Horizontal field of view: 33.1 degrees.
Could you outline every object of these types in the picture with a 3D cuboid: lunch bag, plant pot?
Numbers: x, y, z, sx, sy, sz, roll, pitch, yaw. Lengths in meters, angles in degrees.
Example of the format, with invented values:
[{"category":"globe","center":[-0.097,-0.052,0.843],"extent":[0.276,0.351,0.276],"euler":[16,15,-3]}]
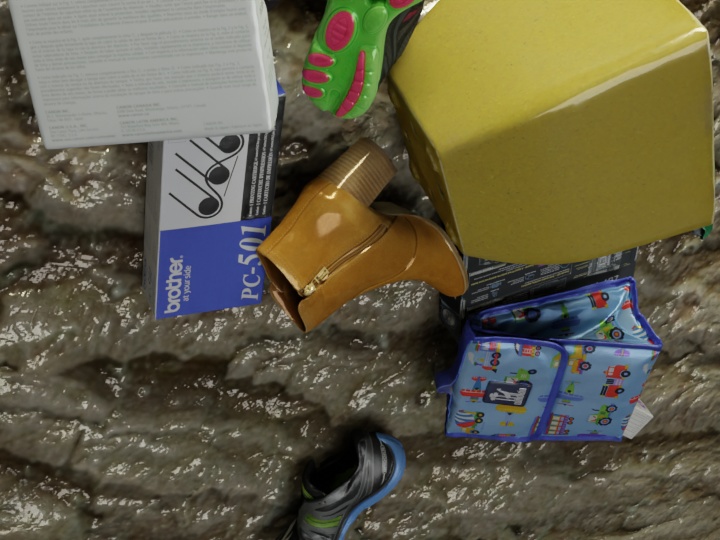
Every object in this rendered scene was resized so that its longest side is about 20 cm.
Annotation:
[{"category":"lunch bag","center":[0.168,0.094,1.174],"extent":[0.198,0.094,0.151],"euler":[-4,137,-11]},{"category":"plant pot","center":[0.135,-0.121,0.936],"extent":[0.199,0.195,0.196],"euler":[-23,137,-4]}]

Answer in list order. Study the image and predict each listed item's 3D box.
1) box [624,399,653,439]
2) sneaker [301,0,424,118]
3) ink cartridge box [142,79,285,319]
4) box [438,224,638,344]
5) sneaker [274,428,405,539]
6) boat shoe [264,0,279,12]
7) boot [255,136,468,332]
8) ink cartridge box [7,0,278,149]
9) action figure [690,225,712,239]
[{"category":"box","center":[0.254,0.138,1.342],"extent":[0.199,0.039,0.041],"euler":[26,112,-43]},{"category":"sneaker","center":[0.015,-0.201,0.860],"extent":[0.076,0.084,0.200],"euler":[30,131,-7]},{"category":"ink cartridge box","center":[-0.116,-0.057,0.937],"extent":[0.093,0.044,0.201],"euler":[-8,132,-23]},{"category":"box","center":[0.173,-0.027,1.141],"extent":[0.199,0.044,0.161],"euler":[-18,135,-17]},{"category":"sneaker","center":[-0.040,0.236,1.238],"extent":[0.082,0.071,0.200],"euler":[31,107,-30]},{"category":"boat shoe","center":[-0.068,-0.212,0.813],"extent":[0.200,0.065,0.072],"euler":[-45,137,12]},{"category":"boot","center":[0.000,0.000,1.014],"extent":[0.144,0.071,0.201],"euler":[-49,131,-13]},{"category":"ink cartridge box","center":[-0.143,-0.180,0.779],"extent":[0.159,0.047,0.201],"euler":[-4,121,3]},{"category":"action figure","center":[0.311,-0.085,1.148],"extent":[0.054,0.119,0.200],"euler":[-4,155,20]}]
